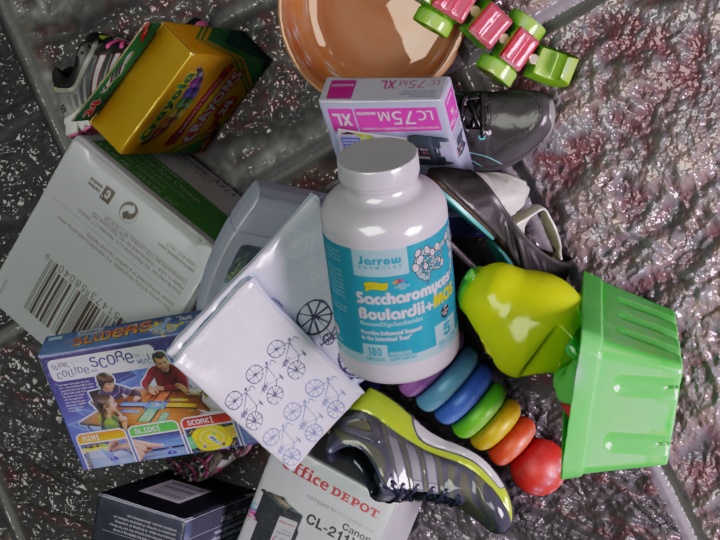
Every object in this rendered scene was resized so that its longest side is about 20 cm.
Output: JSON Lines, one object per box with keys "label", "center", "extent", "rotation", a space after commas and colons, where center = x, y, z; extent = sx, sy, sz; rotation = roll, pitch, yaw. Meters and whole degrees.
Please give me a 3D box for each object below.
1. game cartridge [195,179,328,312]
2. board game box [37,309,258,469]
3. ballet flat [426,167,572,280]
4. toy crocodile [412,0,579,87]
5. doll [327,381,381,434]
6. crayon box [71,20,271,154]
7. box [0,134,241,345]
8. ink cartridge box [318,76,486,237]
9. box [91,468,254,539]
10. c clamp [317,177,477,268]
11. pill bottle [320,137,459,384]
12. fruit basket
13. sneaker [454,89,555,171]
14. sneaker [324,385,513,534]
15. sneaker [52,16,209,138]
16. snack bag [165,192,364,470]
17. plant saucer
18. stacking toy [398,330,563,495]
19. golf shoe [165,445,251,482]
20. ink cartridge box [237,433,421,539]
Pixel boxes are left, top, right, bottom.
{"label": "game cartridge", "center": [-0.080, 0.016, 1.568], "extent": [0.133, 0.041, 0.201], "rotation": [12, 118, -16]}
{"label": "board game box", "center": [-0.182, 0.109, 1.570], "extent": [0.199, 0.035, 0.136], "rotation": [-9, 120, 11]}
{"label": "ballet flat", "center": [0.131, -0.047, 1.542], "extent": [0.068, 0.200, 0.068], "rotation": [-46, 39, -3]}
{"label": "toy crocodile", "center": [0.110, -0.229, 1.556], "extent": [0.200, 0.062, 0.068], "rotation": [35, 90, -13]}
{"label": "doll", "center": [0.013, 0.067, 1.658], "extent": [0.136, 0.048, 0.201], "rotation": [34, 102, 21]}
{"label": "crayon box", "center": [-0.180, -0.175, 1.641], "extent": [0.051, 0.200, 0.127], "rotation": [45, 110, 14]}
{"label": "box", "center": [-0.216, -0.002, 1.687], "extent": [0.199, 0.171, 0.200], "rotation": [38, 107, 17]}
{"label": "ink cartridge box", "center": [0.043, -0.093, 1.571], "extent": [0.119, 0.042, 0.200], "rotation": [2, 139, 20]}
{"label": "box", "center": [-0.198, 0.319, 1.717], "extent": [0.107, 0.148, 0.201], "rotation": [13, 100, 23]}
{"label": "c clamp", "center": [0.000, 0.000, 1.599], "extent": [0.200, 0.027, 0.171], "rotation": [-32, 103, 28]}
{"label": "pill bottle", "center": [0.025, -0.011, 1.468], "extent": [0.110, 0.111, 0.201], "rotation": [6, 122, 23]}
{"label": "fruit basket", "center": [0.177, 0.077, 1.491], "extent": [0.215, 0.215, 0.156], "rotation": [14, 108, 22]}
{"label": "sneaker", "center": [0.084, -0.132, 1.588], "extent": [0.199, 0.079, 0.076], "rotation": [-11, 72, 23]}
{"label": "sneaker", "center": [0.052, 0.195, 1.594], "extent": [0.200, 0.081, 0.074], "rotation": [32, 150, 10]}
{"label": "sneaker", "center": [-0.243, -0.215, 1.735], "extent": [0.199, 0.074, 0.088], "rotation": [-30, 88, 28]}
{"label": "snack bag", "center": [-0.052, 0.058, 1.530], "extent": [0.200, 0.189, 0.021], "rotation": [-47, 36, -8]}
{"label": "plant saucer", "center": [0.016, -0.257, 1.638], "extent": [0.199, 0.037, 0.201], "rotation": [2, 95, 23]}
{"label": "stacking toy", "center": [0.117, 0.132, 1.590], "extent": [0.200, 0.085, 0.085], "rotation": [42, 110, -3]}
{"label": "golf shoe", "center": [-0.137, 0.159, 1.709], "extent": [0.200, 0.092, 0.073], "rotation": [-25, 96, 52]}
{"label": "ink cartridge box", "center": [-0.042, 0.275, 1.680], "extent": [0.145, 0.083, 0.201], "rotation": [26, 104, 20]}
